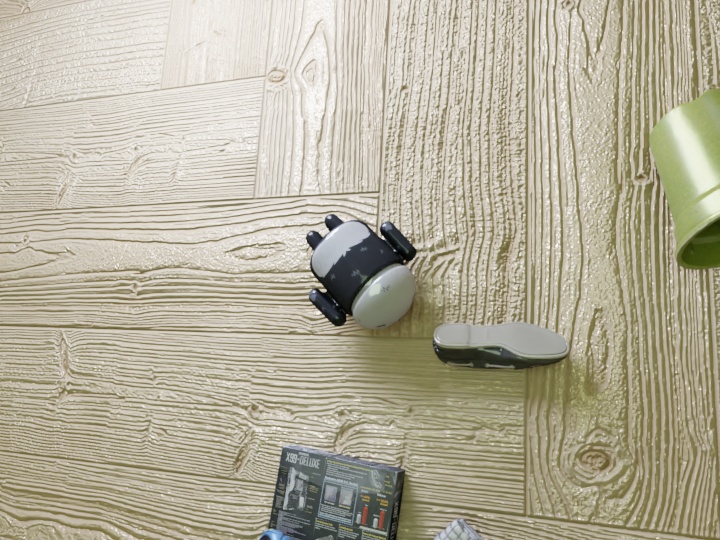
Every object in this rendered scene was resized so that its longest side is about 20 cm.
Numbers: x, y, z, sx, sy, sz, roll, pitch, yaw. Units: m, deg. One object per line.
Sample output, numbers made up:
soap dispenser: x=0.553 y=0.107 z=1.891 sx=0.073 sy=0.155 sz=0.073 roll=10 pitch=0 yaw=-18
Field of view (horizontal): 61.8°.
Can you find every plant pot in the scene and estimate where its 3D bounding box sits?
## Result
plant pot: x=0.484 y=-0.130 z=0.796 sx=0.199 sy=0.200 sz=0.185 roll=-19 pitch=62 yaw=15

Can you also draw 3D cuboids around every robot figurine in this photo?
robot figurine: x=-0.001 y=0.001 z=0.965 sx=0.200 sy=0.124 sz=0.151 roll=46 pitch=126 yaw=22

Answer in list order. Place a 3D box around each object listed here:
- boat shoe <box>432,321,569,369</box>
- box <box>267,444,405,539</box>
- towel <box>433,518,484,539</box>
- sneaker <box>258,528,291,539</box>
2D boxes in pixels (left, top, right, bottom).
boat shoe: x=0.209 y=0.118 z=0.907 sx=0.199 sy=0.057 sz=0.067 roll=3 pitch=44 yaw=17
box: x=-0.040 y=0.371 z=0.937 sx=0.199 sy=0.050 sz=0.159 roll=5 pitch=80 yaw=20
towel: x=0.151 y=0.468 z=0.832 sx=0.200 sy=0.086 sz=0.166 roll=43 pitch=96 yaw=21
sneaker: x=-0.162 y=0.473 z=0.912 sx=0.071 sy=0.083 sz=0.200 roll=30 pitch=123 yaw=7
